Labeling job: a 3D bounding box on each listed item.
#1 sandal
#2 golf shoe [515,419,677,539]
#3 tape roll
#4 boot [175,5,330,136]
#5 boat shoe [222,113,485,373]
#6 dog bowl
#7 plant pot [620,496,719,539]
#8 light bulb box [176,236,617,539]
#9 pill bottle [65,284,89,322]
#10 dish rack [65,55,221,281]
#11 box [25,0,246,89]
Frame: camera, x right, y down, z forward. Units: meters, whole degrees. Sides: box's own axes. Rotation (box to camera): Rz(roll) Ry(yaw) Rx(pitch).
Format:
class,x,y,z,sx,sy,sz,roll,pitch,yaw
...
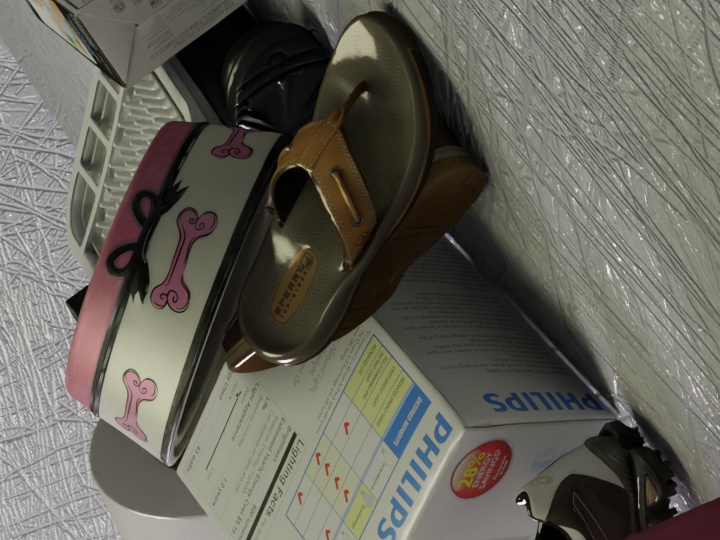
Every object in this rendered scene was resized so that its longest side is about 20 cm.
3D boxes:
class,x,y,z,sx,sy,sz,roll,pitch,yaw
sandal,-0.022,-0.039,1.401,0.082,0.200,0.055,41,-155,30
golf shoe,0.131,0.183,1.503,0.078,0.094,0.200,35,141,58
tape roll,-0.085,0.160,1.986,0.203,0.203,0.139,45,160,50
boot,-0.069,-0.126,1.684,0.163,0.073,0.198,56,173,35
boat shoe,-0.015,-0.019,1.473,0.072,0.200,0.072,-5,-123,-47
dog bowl,-0.104,0.005,1.515,0.074,0.200,0.200,21,169,2
plant pot,0.158,0.209,1.329,0.200,0.179,0.200,53,173,10
light bulb box,0.016,0.105,1.584,0.125,0.198,0.200,0,-144,-40
pill bottle,-0.107,0.000,1.929,0.112,0.200,0.112,54,172,11
dish rack,-0.131,-0.056,1.696,0.200,0.043,0.172,-125,46,-56
box,-0.147,-0.193,1.685,0.060,0.117,0.200,56,171,-28
